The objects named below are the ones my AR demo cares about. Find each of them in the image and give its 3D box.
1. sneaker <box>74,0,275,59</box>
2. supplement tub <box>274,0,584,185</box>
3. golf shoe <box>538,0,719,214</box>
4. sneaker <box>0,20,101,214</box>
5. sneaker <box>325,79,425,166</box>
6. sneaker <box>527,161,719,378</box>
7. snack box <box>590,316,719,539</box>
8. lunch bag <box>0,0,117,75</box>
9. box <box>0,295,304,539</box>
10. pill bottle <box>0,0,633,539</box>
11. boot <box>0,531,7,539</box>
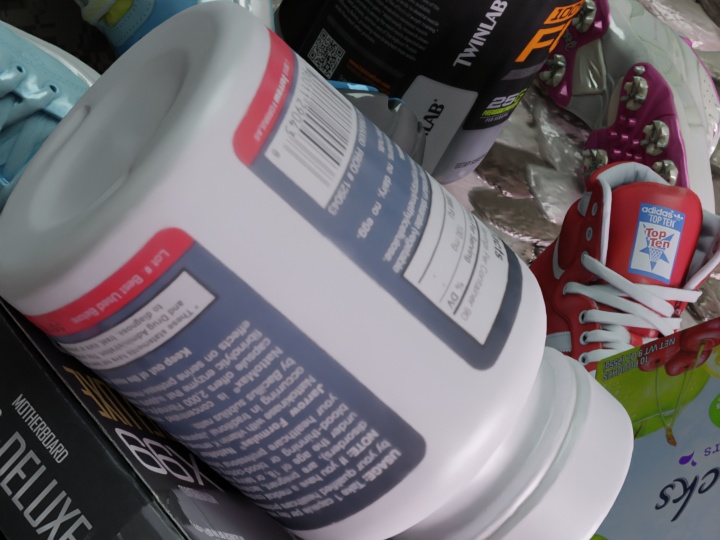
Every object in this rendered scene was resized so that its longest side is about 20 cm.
[{"bbox_3d":[-0.114,-0.126,0.980,0.130,0.080,0.201,-4,65,-40],"label":"sneaker"},{"bbox_3d":[0.046,-0.147,1.258,0.122,0.200,0.123,21,35,-16],"label":"supplement tub"},{"bbox_3d":[0.153,-0.073,1.369,0.091,0.075,0.200,17,37,-28],"label":"golf shoe"},{"bbox_3d":[-0.151,-0.065,0.933,0.200,0.074,0.082,37,9,-1],"label":"sneaker"},{"bbox_3d":[0.000,0.000,1.039,0.073,0.082,0.200,10,-18,23],"label":"sneaker"},{"bbox_3d":[0.114,0.036,1.156,0.071,0.113,0.200,17,36,-22],"label":"sneaker"},{"bbox_3d":[0.175,0.071,1.011,0.053,0.200,0.143,41,41,-33],"label":"snack box"},{"bbox_3d":[-0.137,-0.077,1.075,0.200,0.139,0.168,-5,65,-39],"label":"lunch bag"},{"bbox_3d":[-0.071,0.072,0.940,0.158,0.050,0.200,49,8,24],"label":"box"},{"bbox_3d":[-0.011,0.019,0.889,0.200,0.119,0.120,42,29,-22],"label":"pill bottle"},{"bbox_3d":[-0.126,0.151,0.829,0.158,0.079,0.211,48,21,16],"label":"boot"}]
